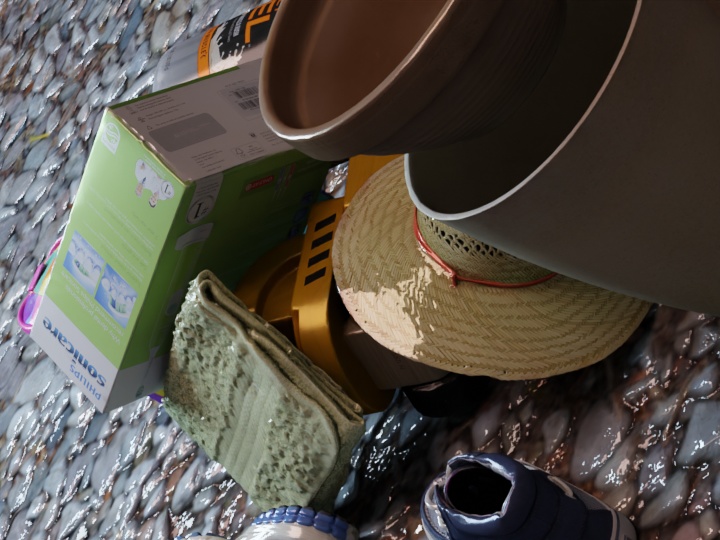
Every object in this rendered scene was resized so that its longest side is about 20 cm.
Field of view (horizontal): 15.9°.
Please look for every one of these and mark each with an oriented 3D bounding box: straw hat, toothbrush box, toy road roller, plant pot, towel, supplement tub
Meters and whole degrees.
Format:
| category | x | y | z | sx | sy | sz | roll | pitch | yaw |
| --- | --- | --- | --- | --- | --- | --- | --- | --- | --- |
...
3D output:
| category | x | y | z | sx | sy | sz | roll | pitch | yaw |
| --- | --- | --- | --- | --- | --- | --- | --- | --- | --- |
| straw hat | 0.079 | -0.036 | 1.507 | 0.085 | 0.199 | 0.202 | 85 | -168 | -51 |
| toothbrush box | -0.114 | -0.023 | 1.672 | 0.086 | 0.145 | 0.201 | 42 | 131 | 25 |
| toy road roller | 0.000 | 0.000 | 1.645 | 0.145 | 0.123 | 0.201 | -12 | 45 | 24 |
| plant pot | 0.043 | -0.134 | 1.343 | 0.201 | 0.092 | 0.202 | -42 | 31 | 32 |
| plant pot | 0.157 | -0.059 | 1.394 | 0.187 | 0.199 | 0.188 | -40 | 30 | 30 |
| towel | -0.066 | 0.089 | 1.626 | 0.036 | 0.148 | 0.200 | -42 | -12 | -24 |
| supplement tub | -0.033 | -0.130 | 1.760 | 0.199 | 0.123 | 0.123 | -22 | 40 | 25 |

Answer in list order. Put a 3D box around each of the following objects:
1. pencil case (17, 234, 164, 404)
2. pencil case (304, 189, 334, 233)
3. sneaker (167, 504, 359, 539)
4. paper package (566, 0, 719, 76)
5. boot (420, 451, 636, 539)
| category | x | y | z | sx | sy | sz | roll | pitch | yaw |
| --- | --- | --- | --- | --- | --- | --- | --- | --- | --- |
| pencil case | -0.147 | 0.049 | 1.825 | 0.088 | 0.200 | 0.089 | -31 | 41 | 32 |
| pencil case | -0.036 | -0.016 | 1.812 | 0.085 | 0.092 | 0.200 | -57 | 25 | 1 |
| sneaker | -0.084 | 0.216 | 1.665 | 0.200 | 0.077 | 0.086 | -29 | 42 | 45 |
| paper package | 0.169 | -0.208 | 1.498 | 0.191 | 0.200 | 0.103 | -44 | 24 | -9 |
| boot | 0.070 | 0.129 | 1.466 | 0.200 | 0.090 | 0.073 | 4 | 65 | 61 |
